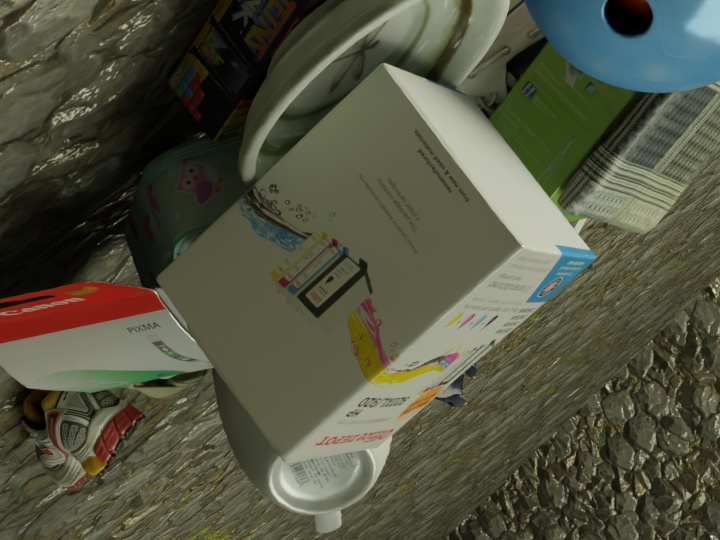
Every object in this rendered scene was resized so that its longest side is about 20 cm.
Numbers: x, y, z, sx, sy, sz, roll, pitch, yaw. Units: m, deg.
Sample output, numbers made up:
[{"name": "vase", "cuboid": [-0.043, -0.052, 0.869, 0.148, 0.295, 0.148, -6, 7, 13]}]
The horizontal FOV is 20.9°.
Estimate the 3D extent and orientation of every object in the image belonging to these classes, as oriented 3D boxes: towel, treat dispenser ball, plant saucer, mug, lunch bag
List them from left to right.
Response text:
[{"name": "lunch bag", "cuboid": [-0.077, -0.040, 1.360, 0.160, 0.077, 0.200, -18, 167, -16]}, {"name": "mug", "cuboid": [-0.041, 0.126, 1.602, 0.147, 0.176, 0.201, -10, 129, -3]}, {"name": "plant saucer", "cuboid": [-0.002, -0.126, 1.184, 0.200, 0.050, 0.200, -35, 164, -11]}, {"name": "treat dispenser ball", "cuboid": [0.203, -0.221, 1.314, 0.200, 0.201, 0.201, -36, 166, -10]}, {"name": "towel", "cuboid": [0.245, -0.112, 1.523, 0.193, 0.035, 0.200, -51, 158, 12]}]

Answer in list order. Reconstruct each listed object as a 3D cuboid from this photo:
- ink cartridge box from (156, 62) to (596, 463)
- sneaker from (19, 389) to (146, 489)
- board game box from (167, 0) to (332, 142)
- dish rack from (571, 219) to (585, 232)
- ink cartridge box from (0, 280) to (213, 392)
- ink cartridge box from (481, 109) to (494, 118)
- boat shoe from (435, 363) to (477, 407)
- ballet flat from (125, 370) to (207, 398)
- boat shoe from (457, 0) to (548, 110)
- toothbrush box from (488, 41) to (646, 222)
[{"name": "ink cartridge box", "cuboid": [0.011, 0.000, 1.203, 0.200, 0.145, 0.147, -42, 163, 17]}, {"name": "sneaker", "cuboid": [-0.234, 0.121, 1.588, 0.078, 0.082, 0.200, -54, -172, -22]}, {"name": "board game box", "cuboid": [-0.006, -0.173, 1.242, 0.200, 0.057, 0.165, -24, 162, -45]}, {"name": "dish rack", "cuboid": [0.111, -0.028, 1.679, 0.199, 0.044, 0.172, -4, 128, -49]}, {"name": "ink cartridge box", "cuboid": [-0.180, 0.047, 1.312, 0.160, 0.050, 0.200, -12, 172, 29]}, {"name": "ink cartridge box", "cuboid": [0.144, -0.148, 1.676, 0.116, 0.067, 0.200, -26, 162, -37]}, {"name": "boat shoe", "cuboid": [0.041, 0.073, 1.752, 0.200, 0.092, 0.075, -121, -130, -70]}, {"name": "ballet flat", "cuboid": [-0.159, 0.072, 1.584, 0.069, 0.070, 0.200, -42, 166, 16]}, {"name": "boat shoe", "cuboid": [0.103, -0.160, 1.538, 0.200, 0.066, 0.072, -41, 166, 8]}, {"name": "toothbrush box", "cuboid": [0.192, -0.136, 1.531, 0.200, 0.086, 0.145, -52, 159, 28]}]
